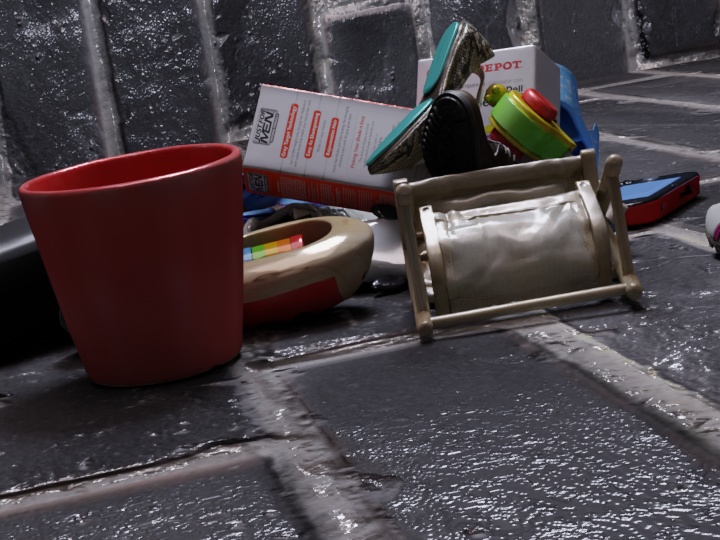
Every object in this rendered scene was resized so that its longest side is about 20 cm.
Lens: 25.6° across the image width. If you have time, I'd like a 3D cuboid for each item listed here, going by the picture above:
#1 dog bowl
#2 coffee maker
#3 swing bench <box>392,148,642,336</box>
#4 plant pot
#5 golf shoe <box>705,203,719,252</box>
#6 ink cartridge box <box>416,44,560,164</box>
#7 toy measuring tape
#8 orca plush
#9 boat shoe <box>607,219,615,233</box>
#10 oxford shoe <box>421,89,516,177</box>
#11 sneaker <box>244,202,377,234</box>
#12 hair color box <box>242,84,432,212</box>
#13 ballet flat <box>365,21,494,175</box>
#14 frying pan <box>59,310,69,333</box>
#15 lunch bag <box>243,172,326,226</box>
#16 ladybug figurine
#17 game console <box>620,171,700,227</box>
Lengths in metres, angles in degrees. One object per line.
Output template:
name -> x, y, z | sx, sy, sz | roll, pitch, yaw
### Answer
dog bowl -> 0.214, -0.157, 1.832 | 0.110, 0.200, 0.050 | -19, 52, 15
coffee maker -> -0.317, -0.001, 1.571 | 0.199, 0.136, 0.191 | -25, 4, -36
swing bench -> 0.135, -0.031, 1.428 | 0.196, 0.132, 0.200 | -9, 5, 2
plant pot -> -0.186, -0.005, 1.389 | 0.198, 0.180, 0.201 | -9, 13, 2
golf shoe -> 0.376, -0.055, 1.438 | 0.072, 0.093, 0.200 | -13, 10, -17
ink cartridge box -> 0.136, -0.131, 1.713 | 0.143, 0.203, 0.084 | -4, -14, 27
toy measuring tape -> 0.187, -0.124, 1.595 | 0.073, 0.074, 0.200 | -16, 54, -38
orca plush -> 0.000, 0.000, 1.617 | 0.198, 0.071, 0.106 | -16, 56, -13
boat shoe -> 0.194, -0.039, 1.593 | 0.198, 0.063, 0.074 | -15, 10, -38
oxford shoe -> 0.112, -0.111, 1.571 | 0.072, 0.201, 0.084 | 33, 63, 32
sneaker -> -0.043, -0.038, 1.688 | 0.198, 0.082, 0.075 | -18, 48, -26
hair color box -> -0.016, -0.123, 1.655 | 0.197, 0.103, 0.061 | 11, -23, 4
ballet flat -> 0.082, -0.162, 1.610 | 0.201, 0.075, 0.068 | -59, 14, -22
frying pan -> -0.200, 0.011, 1.517 | 0.189, 0.031, 0.115 | -32, -31, -3
lunch bag -> -0.142, -0.051, 1.738 | 0.199, 0.095, 0.151 | -23, -13, -35
ladybug figurine -> -0.079, 0.006, 1.520 | 0.197, 0.073, 0.136 | -13, 20, 5
game console -> 0.284, -0.078, 1.817 | 0.175, 0.031, 0.199 | -2, 12, 31
